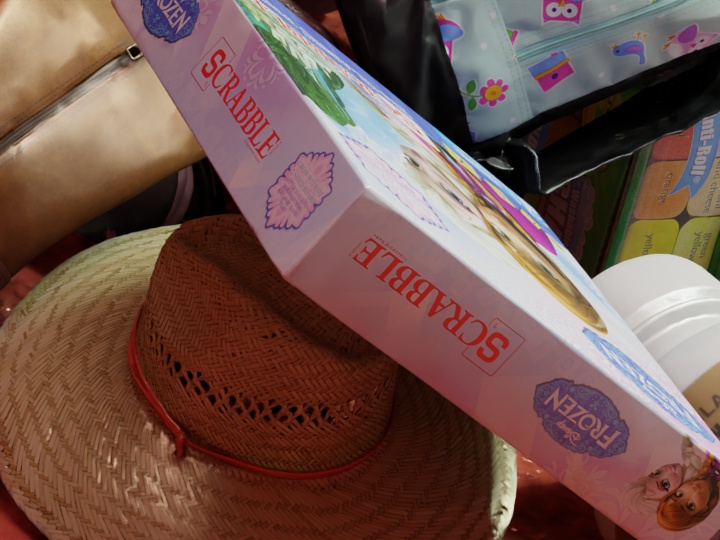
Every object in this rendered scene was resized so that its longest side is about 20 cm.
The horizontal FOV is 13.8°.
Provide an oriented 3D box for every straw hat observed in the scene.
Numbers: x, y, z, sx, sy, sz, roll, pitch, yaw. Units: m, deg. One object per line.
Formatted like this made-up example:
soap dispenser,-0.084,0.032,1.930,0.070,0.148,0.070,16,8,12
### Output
straw hat,-0.032,0.026,1.050,0.201,0.085,0.201,6,47,-6

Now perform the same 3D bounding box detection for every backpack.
backpack,0.088,-0.130,1.173,0.200,0.127,0.167,-21,39,1

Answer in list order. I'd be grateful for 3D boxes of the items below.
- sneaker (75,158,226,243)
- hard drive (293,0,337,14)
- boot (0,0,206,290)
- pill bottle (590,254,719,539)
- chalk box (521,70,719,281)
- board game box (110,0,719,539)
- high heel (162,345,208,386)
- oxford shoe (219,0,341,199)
sneaker,-0.122,-0.084,1.252,0.200,0.080,0.086,63,15,22
hard drive,-0.043,-0.151,1.386,0.132,0.026,0.200,6,-5,-18
boot,-0.160,-0.074,1.070,0.200,0.188,0.068,-39,11,-23
pill bottle,0.149,0.081,1.065,0.114,0.114,0.200,-4,33,-33
chalk box,0.128,-0.048,1.288,0.124,0.125,0.200,-2,31,-31
board game box,0.022,-0.011,1.010,0.200,0.041,0.200,37,12,-35
high heel,0.000,0.000,1.192,0.200,0.068,0.096,-24,34,-30
oxford shoe,-0.036,-0.078,1.231,0.071,0.073,0.200,-27,-2,-9
